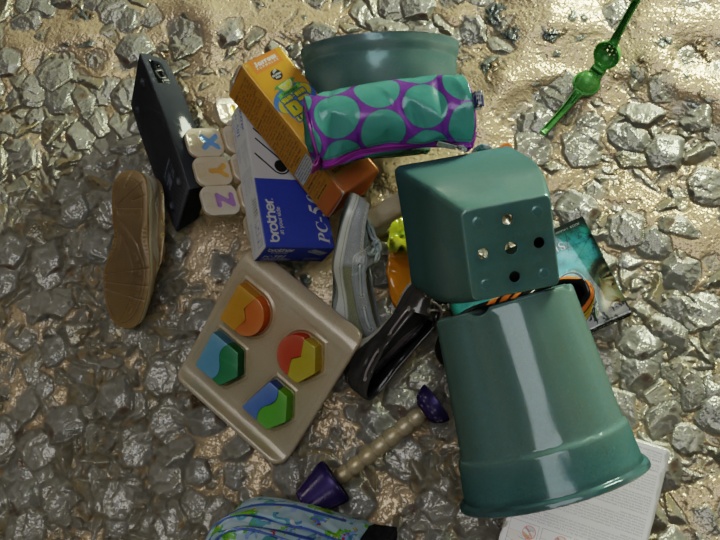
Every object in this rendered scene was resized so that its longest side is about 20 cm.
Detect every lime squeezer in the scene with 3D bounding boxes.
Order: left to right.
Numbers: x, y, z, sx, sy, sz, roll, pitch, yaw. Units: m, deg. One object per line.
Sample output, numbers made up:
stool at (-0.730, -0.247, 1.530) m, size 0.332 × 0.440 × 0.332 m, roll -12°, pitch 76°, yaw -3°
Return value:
lime squeezer at (0.303, -0.256, 1.180) m, size 0.038 × 0.071 × 0.201 m, roll 34°, pitch 111°, yaw 0°

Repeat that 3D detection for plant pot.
plant pot at (0.026, -0.210, 1.146) m, size 0.198 × 0.200 × 0.136 m, roll -2°, pitch 93°, yaw 7°
plant pot at (0.131, -0.041, 0.961) m, size 0.140 × 0.200 × 0.143 m, roll -11°, pitch 103°, yaw -6°
plant pot at (0.174, 0.126, 0.943) m, size 0.198 × 0.200 × 0.198 m, roll -15°, pitch 87°, yaw 3°

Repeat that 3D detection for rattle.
rattle at (0.108, -0.050, 1.097) m, size 0.198 × 0.130 × 0.144 m, roll -20°, pitch 60°, yaw 18°

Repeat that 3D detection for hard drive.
hard drive at (-0.248, -0.167, 1.195) m, size 0.042 × 0.135 × 0.202 m, roll -15°, pitch 72°, yaw -25°

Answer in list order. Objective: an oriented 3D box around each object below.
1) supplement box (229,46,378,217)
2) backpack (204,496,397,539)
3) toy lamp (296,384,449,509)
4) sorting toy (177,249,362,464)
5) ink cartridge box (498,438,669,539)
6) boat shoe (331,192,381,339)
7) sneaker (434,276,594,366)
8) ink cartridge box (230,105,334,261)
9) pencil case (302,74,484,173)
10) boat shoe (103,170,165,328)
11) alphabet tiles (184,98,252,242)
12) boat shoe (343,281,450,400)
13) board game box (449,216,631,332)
supplement box at (-0.069, -0.167, 1.099) m, size 0.066 × 0.069 × 0.200 m, roll -35°, pitch 81°, yaw -30°
backpack at (-0.080, 0.334, 1.023) m, size 0.199 × 0.153 × 0.165 m, roll 22°, pitch 107°, yaw 26°
toy lamp at (0.013, 0.216, 1.084) m, size 0.199 × 0.058 × 0.058 m, roll -35°, pitch 72°, yaw -6°
sorting toy at (-0.117, 0.106, 1.108) m, size 0.185 × 0.036 × 0.201 m, roll 38°, pitch 106°, yaw 16°
ink cartridge box at (0.247, 0.277, 1.043) m, size 0.159 × 0.050 × 0.202 m, roll 16°, pitch 82°, yaw 12°
boat shoe at (0.000, 0.002, 1.093) m, size 0.064 × 0.204 × 0.075 m, roll 4°, pitch 30°, yaw 1°
sneaker at (0.176, 0.053, 1.060) m, size 0.198 × 0.090 × 0.071 m, roll -21°, pitch 73°, yaw 1°
ink cartridge box at (-0.097, -0.111, 1.130) m, size 0.093 × 0.044 × 0.202 m, roll 0°, pitch 67°, yaw -29°
pencil case at (0.034, -0.165, 1.026) m, size 0.198 × 0.085 × 0.093 m, roll -9°, pitch 69°, yaw -7°
boat shoe at (-0.282, -0.027, 1.185) m, size 0.073 × 0.069 × 0.202 m, roll 9°, pitch 97°, yaw 20°
alphabet tiles at (-0.121, -0.130, 1.163) m, size 0.194 × 0.015 × 0.202 m, roll -6°, pitch 70°, yaw -33°
boat shoe at (0.059, 0.073, 1.097) m, size 0.200 × 0.067 × 0.057 m, roll -47°, pitch 46°, yaw 9°
board game box at (0.211, 0.034, 1.123) m, size 0.198 × 0.028 × 0.136 m, roll -24°, pitch 72°, yaw 1°
